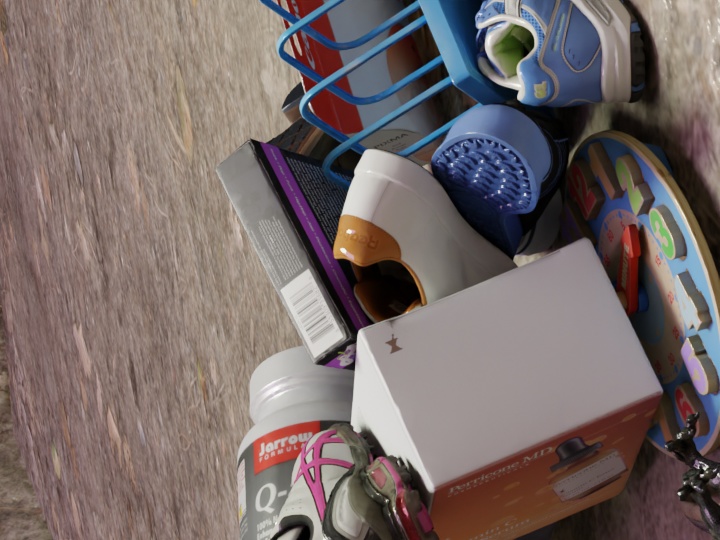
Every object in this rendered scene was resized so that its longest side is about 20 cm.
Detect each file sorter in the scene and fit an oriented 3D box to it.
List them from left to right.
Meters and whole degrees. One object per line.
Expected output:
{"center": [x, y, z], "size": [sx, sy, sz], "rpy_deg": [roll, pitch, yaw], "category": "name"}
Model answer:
{"center": [0.020, -0.152, 1.675], "size": [0.139, 0.122, 0.201], "rpy_deg": [28, -144, -56], "category": "file sorter"}

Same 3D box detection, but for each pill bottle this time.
{"center": [-0.023, 0.158, 1.720], "size": [0.116, 0.115, 0.201], "rpy_deg": [102, 166, -56], "category": "pill bottle"}

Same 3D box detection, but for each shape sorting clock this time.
{"center": [0.166, 0.016, 1.554], "size": [0.200, 0.039, 0.202], "rpy_deg": [167, 90, -75], "category": "shape sorting clock"}

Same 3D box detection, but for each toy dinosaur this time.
{"center": [0.204, 0.133, 1.469], "size": [0.088, 0.047, 0.200], "rpy_deg": [53, 174, -22], "category": "toy dinosaur"}

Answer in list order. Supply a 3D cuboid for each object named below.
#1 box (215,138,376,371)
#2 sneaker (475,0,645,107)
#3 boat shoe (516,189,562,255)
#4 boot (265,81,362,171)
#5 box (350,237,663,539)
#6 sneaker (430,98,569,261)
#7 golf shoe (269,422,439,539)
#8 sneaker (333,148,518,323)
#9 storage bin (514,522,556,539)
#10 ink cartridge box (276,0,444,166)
{"center": [0.000, 0.000, 1.637], "size": [0.200, 0.036, 0.144], "rpy_deg": [13, -135, -59], "category": "box"}
{"center": [0.099, -0.158, 1.580], "size": [0.200, 0.076, 0.076], "rpy_deg": [-126, 27, -56], "category": "sneaker"}
{"center": [0.080, -0.037, 1.767], "size": [0.200, 0.062, 0.073], "rpy_deg": [152, 105, -73], "category": "boat shoe"}
{"center": [-0.019, -0.069, 1.854], "size": [0.097, 0.074, 0.200], "rpy_deg": [53, -151, -17], "category": "boot"}
{"center": [0.083, 0.088, 1.589], "size": [0.200, 0.151, 0.107], "rpy_deg": [93, 153, -69], "category": "box"}
{"center": [0.087, -0.071, 1.547], "size": [0.078, 0.070, 0.200], "rpy_deg": [-63, -5, -14], "category": "sneaker"}
{"center": [-0.021, 0.142, 1.559], "size": [0.073, 0.092, 0.200], "rpy_deg": [65, 171, -8], "category": "golf shoe"}
{"center": [0.036, 0.007, 1.584], "size": [0.072, 0.085, 0.200], "rpy_deg": [15, 163, 36], "category": "sneaker"}
{"center": [0.077, 0.127, 1.814], "size": [0.135, 0.145, 0.200], "rpy_deg": [-64, 32, 22], "category": "storage bin"}
{"center": [-0.006, -0.167, 1.829], "size": [0.200, 0.050, 0.163], "rpy_deg": [34, -143, -70], "category": "ink cartridge box"}
